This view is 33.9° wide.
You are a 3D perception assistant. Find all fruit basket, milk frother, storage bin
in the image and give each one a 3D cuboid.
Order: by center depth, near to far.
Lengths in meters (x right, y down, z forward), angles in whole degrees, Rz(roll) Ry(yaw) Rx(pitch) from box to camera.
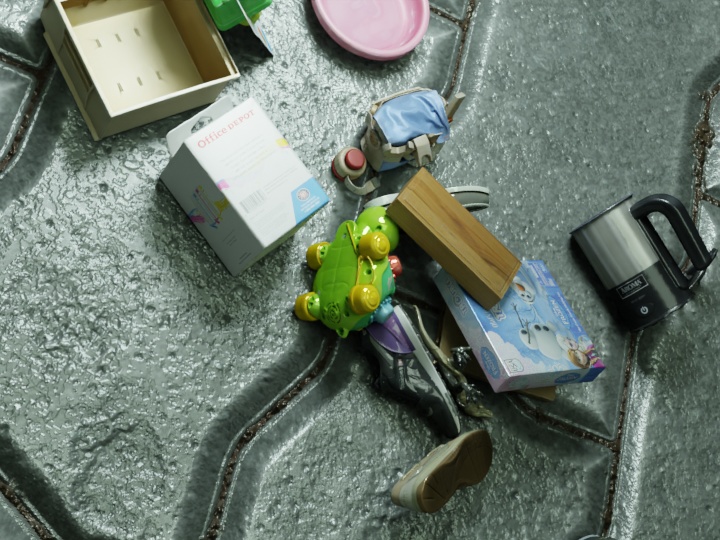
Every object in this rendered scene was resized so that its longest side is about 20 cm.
[{"bbox_3d":[-0.303,-0.304,1.600,0.199,0.094,0.200,-24,84,-30],"label":"storage bin"},{"bbox_3d":[-0.174,-0.406,1.654,0.093,0.200,0.187,-28,84,10],"label":"fruit basket"},{"bbox_3d":[0.458,-0.030,1.869,0.189,0.180,0.200,59,16,3],"label":"milk frother"}]

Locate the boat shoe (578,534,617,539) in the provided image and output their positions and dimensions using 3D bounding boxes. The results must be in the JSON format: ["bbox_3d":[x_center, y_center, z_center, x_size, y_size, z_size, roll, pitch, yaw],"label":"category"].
[{"bbox_3d":[0.285,0.426,1.648,0.199,0.057,0.069,-27,85,-31],"label":"boat shoe"}]

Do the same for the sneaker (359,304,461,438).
[{"bbox_3d":[0.066,0.155,1.644,0.087,0.076,0.201,-29,93,-3],"label":"sneaker"}]

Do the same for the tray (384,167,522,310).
[{"bbox_3d":[0.133,-0.046,1.656,0.200,0.037,0.099,44,40,-4],"label":"tray"}]

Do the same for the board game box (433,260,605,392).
[{"bbox_3d":[0.229,0.075,1.689,0.197,0.043,0.201,-2,52,-37],"label":"board game box"}]

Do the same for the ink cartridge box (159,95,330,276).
[{"bbox_3d":[-0.165,-0.121,1.583,0.128,0.125,0.201,-37,90,-32],"label":"ink cartridge box"}]

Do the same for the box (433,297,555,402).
[{"bbox_3d":[0.207,0.091,1.751,0.198,0.021,0.165,19,64,-18],"label":"box"}]

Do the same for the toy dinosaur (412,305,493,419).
[{"bbox_3d":[0.132,0.140,1.639,0.047,0.088,0.201,-34,105,-17],"label":"toy dinosaur"}]

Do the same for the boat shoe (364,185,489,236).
[{"bbox_3d":[0.104,-0.084,1.736,0.200,0.072,0.061,-9,78,-22],"label":"boat shoe"}]

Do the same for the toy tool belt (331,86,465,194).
[{"bbox_3d":[0.057,-0.202,1.723,0.199,0.123,0.126,-28,85,-31],"label":"toy tool belt"}]

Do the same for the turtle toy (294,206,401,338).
[{"bbox_3d":[0.000,0.000,1.621,0.101,0.145,0.202,29,64,-39],"label":"turtle toy"}]

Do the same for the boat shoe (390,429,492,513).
[{"bbox_3d":[0.114,0.271,1.611,0.199,0.064,0.073,-28,107,-50],"label":"boat shoe"}]

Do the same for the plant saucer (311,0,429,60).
[{"bbox_3d":[0.009,-0.410,1.817,0.199,0.051,0.203,9,67,-23],"label":"plant saucer"}]
